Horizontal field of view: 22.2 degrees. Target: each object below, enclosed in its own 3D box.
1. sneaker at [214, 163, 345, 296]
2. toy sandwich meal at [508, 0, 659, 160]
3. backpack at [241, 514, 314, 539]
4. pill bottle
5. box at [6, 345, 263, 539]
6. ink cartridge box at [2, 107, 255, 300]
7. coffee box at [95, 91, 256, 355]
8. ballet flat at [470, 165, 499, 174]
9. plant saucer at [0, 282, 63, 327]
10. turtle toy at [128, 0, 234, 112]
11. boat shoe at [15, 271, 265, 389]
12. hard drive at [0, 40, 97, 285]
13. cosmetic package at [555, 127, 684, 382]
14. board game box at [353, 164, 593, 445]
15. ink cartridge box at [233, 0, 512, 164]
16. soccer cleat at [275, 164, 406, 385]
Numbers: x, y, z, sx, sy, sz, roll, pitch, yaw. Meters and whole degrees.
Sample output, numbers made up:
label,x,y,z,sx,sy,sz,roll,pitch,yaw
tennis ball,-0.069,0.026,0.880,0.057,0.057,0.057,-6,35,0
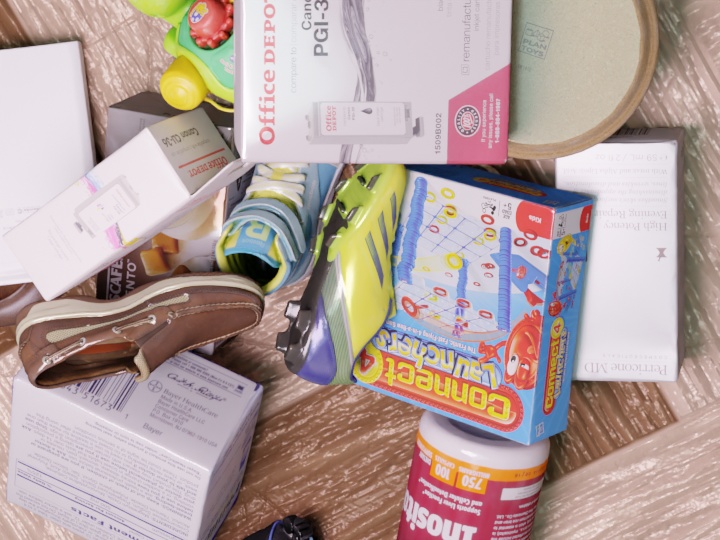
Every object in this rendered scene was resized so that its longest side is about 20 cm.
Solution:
label,x,y,z,sx,sy,sz,roll,pitch,yaw
sneaker,-0.065,-0.069,1.511,0.079,0.131,0.201,11,107,13
toy sandwich meal,0.135,-0.187,1.426,0.204,0.070,0.206,2,103,8
backpack,-0.063,0.347,1.610,0.134,0.183,0.200,-30,108,28
pill bottle,0.089,0.221,1.563,0.113,0.113,0.201,13,108,10
box,-0.197,0.150,1.576,0.183,0.105,0.200,25,141,6
ink cartridge box,-0.172,-0.065,1.460,0.200,0.116,0.068,-33,92,21
coffee box,-0.157,-0.041,1.568,0.114,0.080,0.201,11,108,13
ballet flat,0.123,0.008,1.538,0.066,0.057,0.201,-8,99,44
plant saucer,-0.346,-0.041,1.643,0.199,0.032,0.201,4,105,13
turtle toy,-0.099,-0.196,1.451,0.199,0.146,0.101,22,134,8
boat shoe,-0.173,0.058,1.475,0.202,0.075,0.075,-11,143,-2
hard drive,-0.295,-0.090,1.589,0.131,0.027,0.201,-6,95,3
cosmetic package,0.212,-0.013,1.489,0.101,0.074,0.201,0,104,15
board game box,0.082,0.018,1.497,0.200,0.056,0.197,17,110,36
ink cartridge box,0.007,-0.153,1.354,0.199,0.083,0.147,-1,103,-5
soccer cleat,0.000,0.000,1.492,0.083,0.065,0.201,18,102,-23
